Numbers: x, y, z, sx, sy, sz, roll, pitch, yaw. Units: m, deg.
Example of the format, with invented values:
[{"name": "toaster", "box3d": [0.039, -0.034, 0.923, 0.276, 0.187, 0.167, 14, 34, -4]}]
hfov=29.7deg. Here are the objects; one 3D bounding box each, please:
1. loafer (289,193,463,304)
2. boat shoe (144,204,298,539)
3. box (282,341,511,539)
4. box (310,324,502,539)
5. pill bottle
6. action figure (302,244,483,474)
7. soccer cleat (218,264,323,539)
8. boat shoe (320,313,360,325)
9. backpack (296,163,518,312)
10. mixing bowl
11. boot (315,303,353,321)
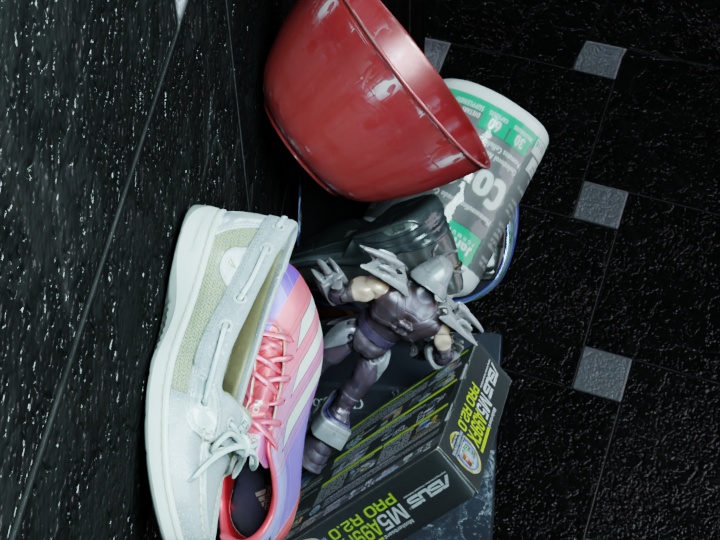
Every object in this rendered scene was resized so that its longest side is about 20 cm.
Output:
[{"name": "loafer", "box3d": [0.000, 0.000, 1.054, 0.073, 0.199, 0.073, -36, 104, -33]}, {"name": "boat shoe", "box3d": [-0.076, 0.056, 0.743, 0.075, 0.064, 0.203, 84, 10, -59]}, {"name": "box", "box3d": [0.011, 0.151, 0.985, 0.044, 0.200, 0.160, 50, 25, -8]}, {"name": "box", "box3d": [0.020, 0.160, 1.177, 0.118, 0.195, 0.201, -74, 165, -66]}, {"name": "pill bottle", "box3d": [0.067, -0.049, 1.143, 0.201, 0.113, 0.113, -63, 172, -7]}, {"name": "action figure", "box3d": [0.002, 0.051, 0.989, 0.200, 0.130, 0.069, -46, -165, 21]}, {"name": "soccer cleat", "box3d": [-0.066, 0.092, 0.922, 0.076, 0.066, 0.202, 10, 85, -81]}, {"name": "boat shoe", "box3d": [0.009, 0.069, 1.291, 0.200, 0.065, 0.074, -27, 101, -49]}, {"name": "backpack", "box3d": [0.049, -0.051, 1.278, 0.147, 0.198, 0.185, 8, 84, -76]}, {"name": "mixing bowl", "box3d": [-0.003, -0.127, 1.028, 0.200, 0.108, 0.200, 50, 13, -16]}, {"name": "boot", "box3d": [-0.028, 0.048, 1.428, 0.189, 0.068, 0.201, 64, 21, -53]}]
